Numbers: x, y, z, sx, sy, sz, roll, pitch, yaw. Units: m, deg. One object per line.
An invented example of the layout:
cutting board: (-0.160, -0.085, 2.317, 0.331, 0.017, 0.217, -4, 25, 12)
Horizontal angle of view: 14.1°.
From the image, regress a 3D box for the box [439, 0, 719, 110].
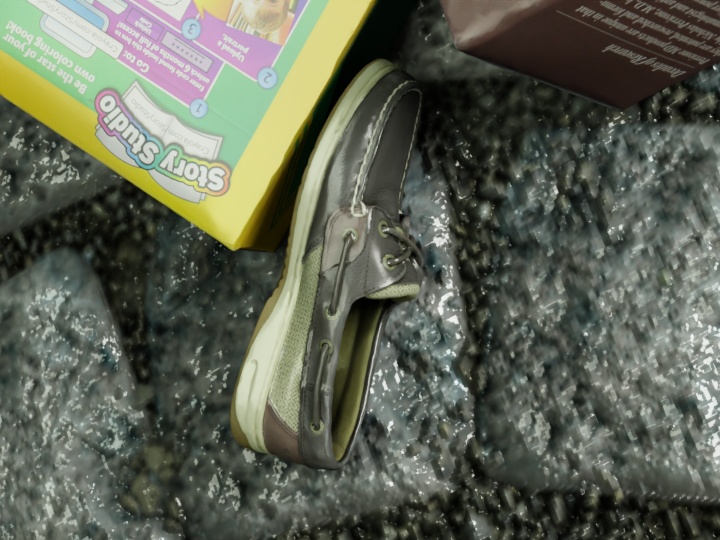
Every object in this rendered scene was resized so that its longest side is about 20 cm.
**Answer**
box: (0.136, -0.195, 1.290, 0.200, 0.164, 0.166, -26, 70, 27)

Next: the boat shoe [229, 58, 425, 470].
boat shoe: (-0.001, 0.000, 1.410, 0.066, 0.072, 0.201, 21, 95, 23)

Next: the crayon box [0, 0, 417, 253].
crayon box: (-0.090, -0.133, 1.463, 0.200, 0.058, 0.173, 34, 103, 16)
